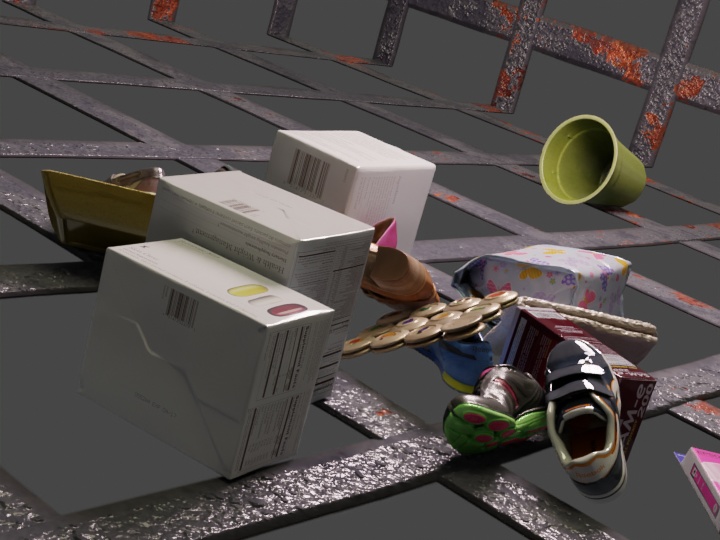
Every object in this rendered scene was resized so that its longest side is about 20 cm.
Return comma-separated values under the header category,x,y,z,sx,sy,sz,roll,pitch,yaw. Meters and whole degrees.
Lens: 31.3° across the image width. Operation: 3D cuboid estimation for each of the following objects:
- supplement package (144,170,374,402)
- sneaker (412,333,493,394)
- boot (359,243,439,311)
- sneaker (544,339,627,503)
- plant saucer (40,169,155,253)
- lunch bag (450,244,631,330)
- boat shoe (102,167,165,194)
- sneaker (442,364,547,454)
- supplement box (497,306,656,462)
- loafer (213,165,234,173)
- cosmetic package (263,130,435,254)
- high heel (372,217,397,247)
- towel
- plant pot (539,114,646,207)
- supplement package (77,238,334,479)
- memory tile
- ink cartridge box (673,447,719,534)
category,x,y,z,sx,sy,sz,roll,pitch,yaw
supplement package,-0.121,0.021,1.360,0.191,0.200,0.147,24,19,28
sneaker,0.113,0.082,1.597,0.066,0.079,0.200,6,17,-22
boot,0.000,0.000,1.625,0.200,0.074,0.155,23,-9,25
sneaker,0.234,0.140,1.355,0.079,0.078,0.200,54,20,-44
plant saucer,-0.300,-0.055,1.604,0.200,0.049,0.200,13,-15,-8
lunch bag,0.252,0.028,1.808,0.200,0.127,0.170,15,14,35
boat shoe,-0.312,-0.095,1.688,0.072,0.065,0.200,21,-18,-35
sneaker,0.140,0.145,1.377,0.200,0.077,0.084,6,53,-58
supplement box,0.246,0.130,1.502,0.061,0.109,0.200,6,20,-32
loafer,-0.181,-0.089,1.703,0.063,0.072,0.200,-17,25,-14
cosmetic package,-0.024,-0.109,1.941,0.167,0.167,0.200,27,21,34
high heel,-0.018,-0.026,1.793,0.067,0.096,0.200,29,21,37
towel,0.270,0.087,1.652,0.200,0.133,0.035,14,58,-9
plant pot,0.529,-0.219,2.831,0.190,0.200,0.200,18,10,-45
supplement package,-0.149,0.077,1.226,0.200,0.156,0.111,24,18,28
memory tile,0.079,0.063,1.525,0.200,0.017,0.153,-12,11,34
ink cartridge box,0.418,0.243,1.423,0.095,0.037,0.200,14,14,-5
